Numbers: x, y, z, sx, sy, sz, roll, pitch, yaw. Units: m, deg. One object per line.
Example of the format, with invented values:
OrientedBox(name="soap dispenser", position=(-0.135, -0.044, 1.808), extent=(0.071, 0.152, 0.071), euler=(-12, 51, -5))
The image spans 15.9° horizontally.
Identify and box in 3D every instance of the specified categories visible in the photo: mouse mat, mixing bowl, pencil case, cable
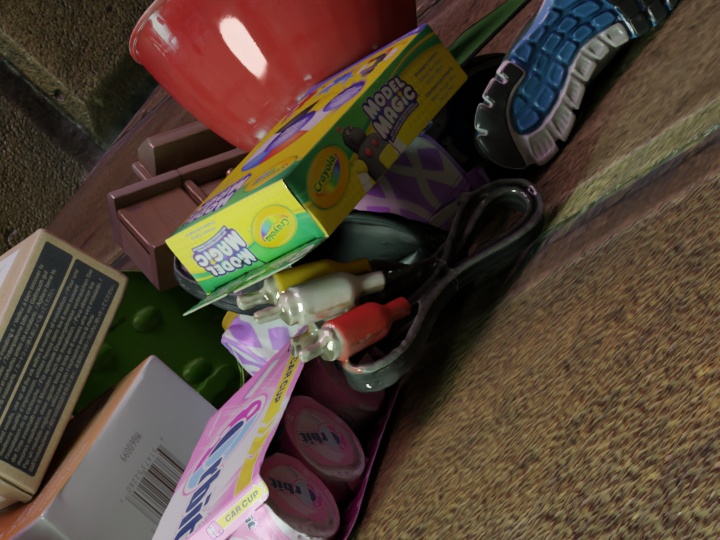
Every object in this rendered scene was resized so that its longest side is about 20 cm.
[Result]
OrientedBox(name="mouse mat", position=(0.045, -0.122, 1.675), extent=(0.200, 0.008, 0.161), euler=(-46, 8, -28))
OrientedBox(name="mixing bowl", position=(-0.038, -0.143, 1.677), extent=(0.199, 0.109, 0.200), euler=(-28, -12, -6))
OrientedBox(name="pencil case", position=(0.000, 0.000, 1.647), extent=(0.200, 0.084, 0.085), euler=(-51, 48, -6))
OrientedBox(name="cable", position=(0.034, 0.002, 1.452), extent=(0.199, 0.050, 0.097), euler=(-30, 44, -20))

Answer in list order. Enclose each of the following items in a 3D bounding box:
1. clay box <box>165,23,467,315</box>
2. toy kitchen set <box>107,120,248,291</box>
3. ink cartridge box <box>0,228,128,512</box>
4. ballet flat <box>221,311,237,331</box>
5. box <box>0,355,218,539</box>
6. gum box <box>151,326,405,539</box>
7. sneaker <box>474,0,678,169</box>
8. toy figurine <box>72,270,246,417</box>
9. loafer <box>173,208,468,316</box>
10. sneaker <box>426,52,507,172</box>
OrientedBox(name="clay box", position=(-0.031, -0.058, 1.505), extent=(0.115, 0.048, 0.200), euler=(-26, 17, 45))
OrientedBox(name="toy kitchen set", position=(-0.099, -0.123, 1.865), extent=(0.199, 0.181, 0.163), euler=(-21, 38, -22))
OrientedBox(name="ink cartridge box", position=(-0.246, 0.079, 1.695), extent=(0.200, 0.075, 0.165), euler=(-28, 35, 58))
OrientedBox(name="ballet flat", position=(-0.050, -0.035, 1.794), extent=(0.067, 0.067, 0.201), euler=(2, -70, -55))
OrientedBox(name="box", position=(-0.176, 0.173, 1.663), extent=(0.200, 0.106, 0.153), euler=(-37, 16, 46))
OrientedBox(name="gum box", position=(-0.051, 0.120, 1.448), extent=(0.113, 0.066, 0.200), euler=(-44, 12, 28))
OrientedBox(name="sneaker", position=(0.132, -0.149, 1.650), extent=(0.200, 0.075, 0.087), euler=(-50, 5, -8))
OrientedBox(name="toy figurine", position=(-0.171, 0.096, 1.893), extent=(0.200, 0.150, 0.184), euler=(-43, -5, -40))
OrientedBox(name="loafer", position=(-0.032, -0.010, 1.570), extent=(0.200, 0.070, 0.068), euler=(2, 70, 29))
OrientedBox(name="sneaker", position=(0.042, -0.074, 1.731), extent=(0.200, 0.075, 0.088), euler=(-53, 12, -15))
